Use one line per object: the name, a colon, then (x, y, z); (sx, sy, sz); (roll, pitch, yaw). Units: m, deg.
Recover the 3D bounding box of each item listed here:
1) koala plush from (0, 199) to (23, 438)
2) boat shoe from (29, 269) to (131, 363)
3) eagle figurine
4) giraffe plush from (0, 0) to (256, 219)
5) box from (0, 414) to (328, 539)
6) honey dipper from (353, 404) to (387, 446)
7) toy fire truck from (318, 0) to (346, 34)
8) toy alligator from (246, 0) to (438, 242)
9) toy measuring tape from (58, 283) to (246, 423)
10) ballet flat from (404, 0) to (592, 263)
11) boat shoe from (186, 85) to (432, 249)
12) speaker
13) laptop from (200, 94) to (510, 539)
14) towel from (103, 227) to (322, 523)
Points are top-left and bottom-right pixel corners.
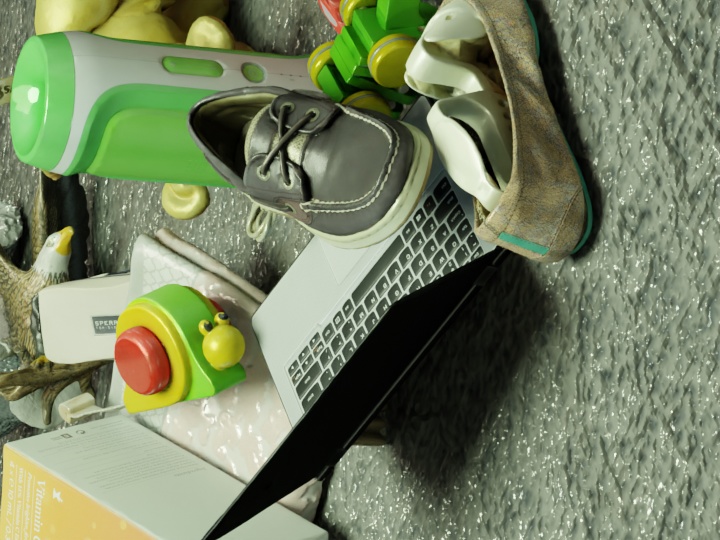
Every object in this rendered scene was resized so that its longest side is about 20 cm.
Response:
koala plush: (-0.337, 0.040, 2.006); (0.200, 0.183, 0.178); (-92, 24, -67)
boat shoe: (-0.120, 0.026, 1.606); (0.199, 0.093, 0.075); (4, 105, 35)
eagle figurine: (-0.250, 0.005, 1.809); (0.151, 0.152, 0.200); (-40, 59, 9)
giraffe plush: (-0.128, -0.126, 1.556); (0.162, 0.200, 0.173); (25, 144, 39)
box: (-0.125, 0.187, 1.465); (0.200, 0.097, 0.125); (24, 116, 41)
honey dipper: (0.000, 0.000, 1.387); (0.038, 0.038, 0.201); (166, 108, -64)
toy fire truck: (-0.035, -0.207, 1.432); (0.200, 0.049, 0.141); (56, 176, 22)
toy alligator: (0.000, -0.092, 1.346); (0.200, 0.054, 0.059); (-60, 39, 30)
toy measuring tape: (-0.134, 0.049, 1.472); (0.200, 0.073, 0.074); (-14, 74, 52)
ballet flat: (0.061, -0.090, 1.226); (0.068, 0.067, 0.200); (-62, 34, 39)
boat shoe: (-0.033, -0.060, 1.264); (0.200, 0.065, 0.072); (21, 87, 61)
speaker: (-0.100, -0.092, 1.416); (0.088, 0.199, 0.089); (-176, 90, -65)
laptop: (-0.022, 0.023, 1.284); (0.187, 0.116, 0.200); (-51, 43, 28)
towel: (-0.092, 0.100, 1.507); (0.191, 0.032, 0.201); (34, 121, 36)
